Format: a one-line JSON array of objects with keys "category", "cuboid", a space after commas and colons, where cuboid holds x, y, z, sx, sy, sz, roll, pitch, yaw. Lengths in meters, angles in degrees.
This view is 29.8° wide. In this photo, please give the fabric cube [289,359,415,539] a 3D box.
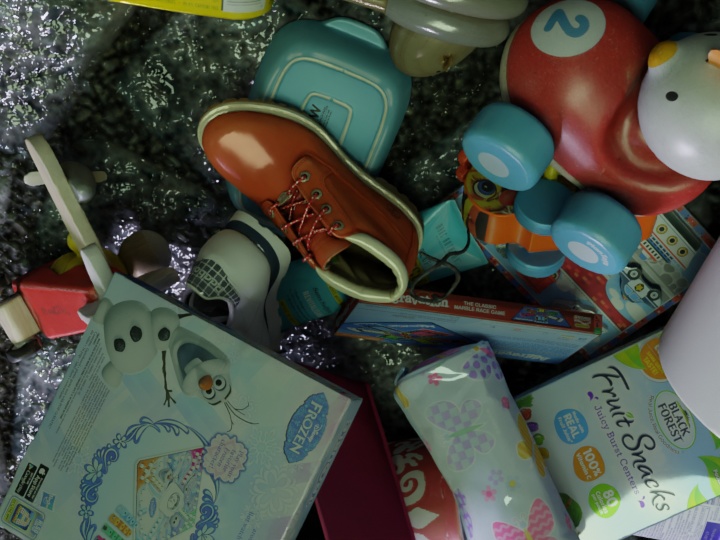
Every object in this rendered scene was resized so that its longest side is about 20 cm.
[{"category": "fabric cube", "cuboid": [-0.086, 0.199, 1.070, 0.199, 0.199, 0.198, -23, 74, 15]}]

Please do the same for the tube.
[{"category": "tube", "cuboid": [0.000, 0.000, 1.118, 0.199, 0.051, 0.078, -20, 137, 14]}]

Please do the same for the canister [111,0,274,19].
[{"category": "canister", "cuboid": [-0.119, -0.285, 0.932, 0.147, 0.087, 0.201, 9, 123, 1]}]

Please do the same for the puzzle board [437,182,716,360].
[{"category": "puzzle board", "cuboid": [0.183, -0.029, 1.098, 0.150, 0.017, 0.200, -37, 112, 25]}]

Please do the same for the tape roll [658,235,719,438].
[{"category": "tape roll", "cuboid": [0.345, 0.047, 1.020, 0.201, 0.203, 0.140, 20, 121, -7]}]

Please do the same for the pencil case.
[{"category": "pencil case", "cuboid": [0.102, 0.158, 1.091, 0.090, 0.083, 0.201, -26, 84, 24]}]

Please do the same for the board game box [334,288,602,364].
[{"category": "board game box", "cuboid": [0.085, 0.044, 1.100, 0.198, 0.020, 0.103, 8, 160, -10]}]

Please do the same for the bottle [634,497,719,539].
[{"category": "bottle", "cuboid": [0.243, 0.192, 1.198, 0.198, 0.065, 0.084, 9, 117, 0]}]

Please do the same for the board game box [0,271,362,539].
[{"category": "board game box", "cuboid": [-0.129, 0.135, 0.954, 0.198, 0.043, 0.201, 27, 90, 15]}]

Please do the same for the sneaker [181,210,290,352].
[{"category": "sneaker", "cuboid": [-0.109, 0.038, 1.062, 0.076, 0.081, 0.201, 30, 147, 16]}]

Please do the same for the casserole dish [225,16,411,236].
[{"category": "casserole dish", "cuboid": [-0.037, -0.102, 1.064, 0.120, 0.039, 0.201, 20, 120, -7]}]

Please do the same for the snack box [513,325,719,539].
[{"category": "snack box", "cuboid": [0.201, 0.151, 1.135, 0.199, 0.053, 0.143, -26, 85, 12]}]

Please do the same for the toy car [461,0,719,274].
[{"category": "toy car", "cuboid": [0.204, -0.118, 0.895, 0.177, 0.185, 0.200, 42, 160, -18]}]

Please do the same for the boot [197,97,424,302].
[{"category": "boot", "cuboid": [-0.039, -0.052, 1.011, 0.199, 0.108, 0.075, 32, 119, -12]}]

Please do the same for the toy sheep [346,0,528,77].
[{"category": "toy sheep", "cuboid": [0.064, -0.228, 0.926, 0.137, 0.138, 0.201, 15, 116, -3]}]

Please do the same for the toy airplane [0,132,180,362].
[{"category": "toy airplane", "cuboid": [-0.202, 0.008, 1.088, 0.199, 0.141, 0.201, 38, 139, 20]}]

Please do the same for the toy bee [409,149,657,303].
[{"category": "toy bee", "cuboid": [0.122, -0.057, 1.028, 0.198, 0.109, 0.131, 0, 139, -30]}]

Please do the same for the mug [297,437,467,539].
[{"category": "mug", "cuboid": [0.002, 0.229, 1.187, 0.198, 0.178, 0.134, -7, 127, 15]}]
